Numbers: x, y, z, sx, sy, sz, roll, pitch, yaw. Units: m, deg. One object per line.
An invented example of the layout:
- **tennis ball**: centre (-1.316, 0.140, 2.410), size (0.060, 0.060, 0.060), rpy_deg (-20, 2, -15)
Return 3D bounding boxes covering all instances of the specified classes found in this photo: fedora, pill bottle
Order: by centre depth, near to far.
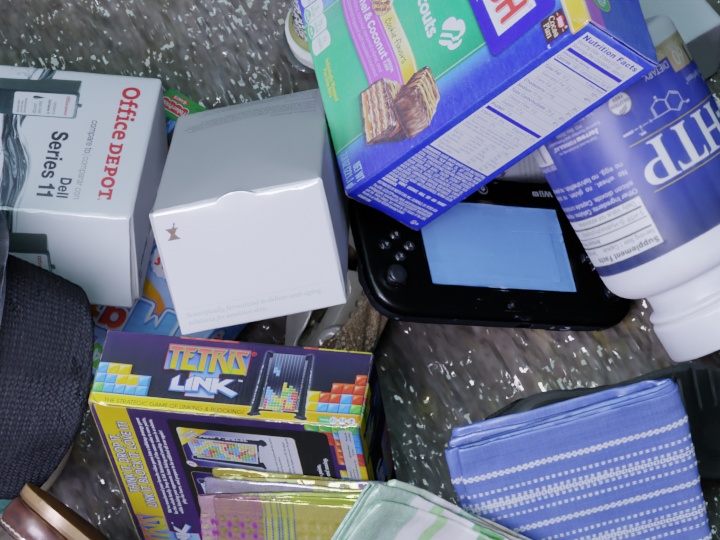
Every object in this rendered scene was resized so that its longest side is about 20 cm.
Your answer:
- **fedora**: centre (-0.213, 0.067, 1.413), size (0.091, 0.201, 0.201), rpy_deg (14, 65, -19)
- **pill bottle**: centre (0.191, -0.050, 1.516), size (0.120, 0.120, 0.200), rpy_deg (-30, 96, -6)

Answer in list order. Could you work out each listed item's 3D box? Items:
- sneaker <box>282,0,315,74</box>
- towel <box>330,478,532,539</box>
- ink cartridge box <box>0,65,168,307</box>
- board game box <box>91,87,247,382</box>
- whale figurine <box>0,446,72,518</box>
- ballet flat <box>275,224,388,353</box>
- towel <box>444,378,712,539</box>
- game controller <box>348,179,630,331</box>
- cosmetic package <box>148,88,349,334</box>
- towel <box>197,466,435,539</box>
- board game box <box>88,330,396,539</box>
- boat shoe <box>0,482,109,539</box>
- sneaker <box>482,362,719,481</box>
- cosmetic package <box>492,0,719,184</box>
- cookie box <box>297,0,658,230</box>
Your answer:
- **sneaker**: centre (0.038, -0.198, 1.654), size (0.200, 0.089, 0.077), rpy_deg (-19, 64, -1)
- **towel**: centre (0.055, 0.215, 1.406), size (0.153, 0.200, 0.023), rpy_deg (-59, 25, 15)
- **ink cartridge box**: centre (-0.232, -0.060, 1.543), size (0.199, 0.083, 0.147), rpy_deg (5, 44, 1)
- **board game box**: centre (-0.132, -0.011, 1.605), size (0.151, 0.037, 0.200), rpy_deg (31, 74, 25)
- **whale figurine**: centre (-0.268, 0.065, 1.547), size (0.159, 0.104, 0.200), rpy_deg (-33, 68, 30)
- **ballet flat**: centre (0.000, 0.000, 1.575), size (0.070, 0.065, 0.200), rpy_deg (1, 58, 49)
- **towel**: centre (0.139, 0.162, 1.433), size (0.144, 0.200, 0.024), rpy_deg (-15, 29, 1)
- **game controller**: centre (0.084, -0.012, 1.538), size (0.200, 0.042, 0.105), rpy_deg (4, 68, -29)
- **cosmetic package**: centre (-0.065, -0.042, 1.476), size (0.107, 0.085, 0.200), rpy_deg (-10, 21, 5)
- **towel**: centre (-0.020, 0.210, 1.439), size (0.143, 0.200, 0.023), rpy_deg (1, 27, 12)
- **board game box**: centre (-0.066, 0.117, 1.462), size (0.165, 0.200, 0.057), rpy_deg (6, 57, 10)
- **boat shoe**: centre (-0.158, 0.202, 1.443), size (0.070, 0.200, 0.070), rpy_deg (-46, 42, -4)
- **sneaker**: centre (0.160, 0.104, 1.508), size (0.199, 0.114, 0.076), rpy_deg (-7, 85, -25)
- **cosmetic package**: centre (0.139, -0.135, 1.621), size (0.200, 0.074, 0.102), rpy_deg (-31, 65, -9)
- **cookie box**: centre (0.068, -0.152, 1.470), size (0.200, 0.075, 0.171), rpy_deg (-35, 52, 29)
